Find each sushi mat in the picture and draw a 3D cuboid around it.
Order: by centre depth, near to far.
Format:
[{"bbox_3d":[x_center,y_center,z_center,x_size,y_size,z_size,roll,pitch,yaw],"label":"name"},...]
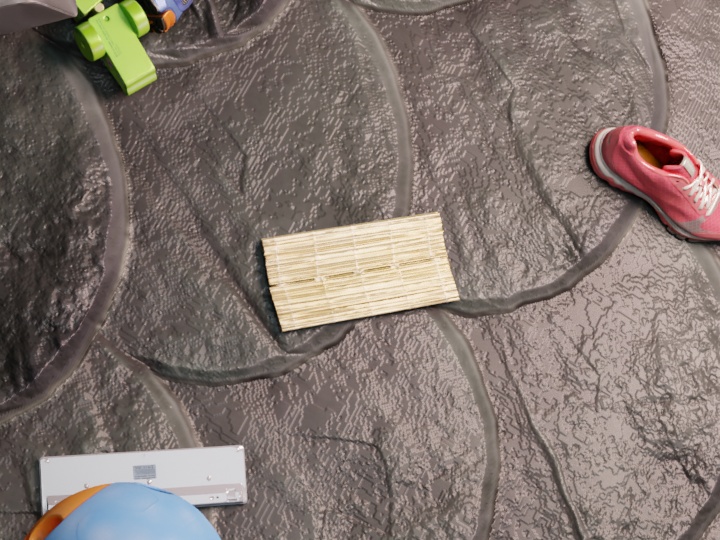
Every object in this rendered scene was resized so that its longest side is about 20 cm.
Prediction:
[{"bbox_3d":[0.000,0.000,1.723,0.198,0.012,0.097,-9,84,-19],"label":"sushi mat"}]

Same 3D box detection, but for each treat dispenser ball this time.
[{"bbox_3d":[-0.210,0.288,1.498,0.199,0.201,0.203,4,78,-18],"label":"treat dispenser ball"}]

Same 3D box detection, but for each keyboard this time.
[{"bbox_3d":[-0.205,0.200,1.620,0.198,0.011,0.057,-1,75,-19],"label":"keyboard"}]

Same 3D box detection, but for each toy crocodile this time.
[{"bbox_3d":[-0.268,-0.263,1.666,0.067,0.062,0.201,-37,97,-20],"label":"toy crocodile"}]

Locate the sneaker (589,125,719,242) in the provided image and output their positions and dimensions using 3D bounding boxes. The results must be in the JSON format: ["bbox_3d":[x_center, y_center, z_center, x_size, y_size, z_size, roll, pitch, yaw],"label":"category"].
[{"bbox_3d":[0.340,-0.092,1.815,0.199,0.087,0.074,28,73,-11],"label":"sneaker"}]

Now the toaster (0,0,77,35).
[{"bbox_3d":[-0.378,-0.308,1.572,0.198,0.119,0.182,-12,88,8],"label":"toaster"}]

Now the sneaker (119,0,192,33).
[{"bbox_3d":[-0.232,-0.333,1.688,0.078,0.075,0.201,-39,101,-30],"label":"sneaker"}]
